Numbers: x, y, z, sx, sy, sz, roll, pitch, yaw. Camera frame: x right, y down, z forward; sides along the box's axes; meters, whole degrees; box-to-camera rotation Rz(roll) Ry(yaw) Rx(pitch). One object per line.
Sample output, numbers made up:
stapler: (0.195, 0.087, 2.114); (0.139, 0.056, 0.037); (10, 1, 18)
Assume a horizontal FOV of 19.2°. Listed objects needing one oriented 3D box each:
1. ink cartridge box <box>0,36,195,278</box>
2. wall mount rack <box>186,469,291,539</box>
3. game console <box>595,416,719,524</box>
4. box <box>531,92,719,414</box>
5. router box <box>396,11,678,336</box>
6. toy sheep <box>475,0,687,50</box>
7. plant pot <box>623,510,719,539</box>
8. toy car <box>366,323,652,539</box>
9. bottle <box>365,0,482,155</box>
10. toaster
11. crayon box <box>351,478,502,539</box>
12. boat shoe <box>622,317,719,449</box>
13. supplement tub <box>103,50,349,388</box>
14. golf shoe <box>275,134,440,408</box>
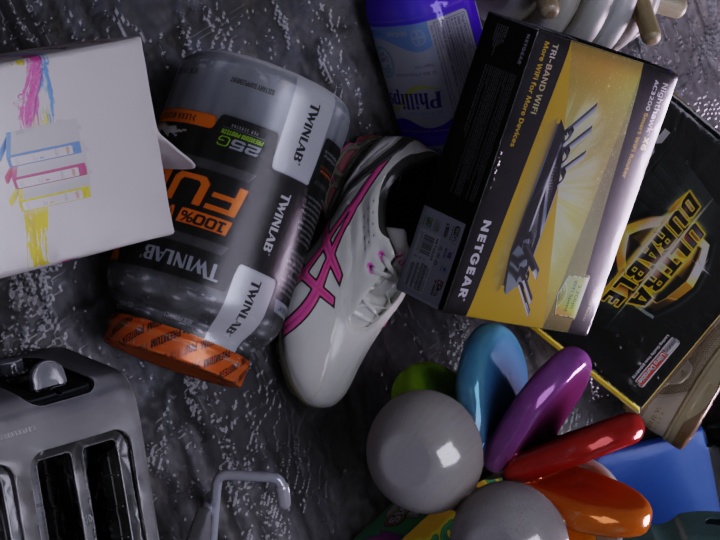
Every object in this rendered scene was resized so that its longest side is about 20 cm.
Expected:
ink cartridge box: (-0.216, -0.069, 1.304); (0.199, 0.128, 0.126); (-16, 102, -34)
wall mount rack: (-0.082, 0.234, 1.389); (0.074, 0.200, 0.175); (5, 112, 3)
game console: (0.273, 0.210, 1.732); (0.171, 0.118, 0.201); (-37, 118, -61)
box: (0.206, -0.022, 1.573); (0.159, 0.049, 0.200); (39, 99, -6)
router box: (0.123, -0.062, 1.467); (0.157, 0.052, 0.201); (9, 103, -45)
toy sheep: (0.154, -0.208, 1.551); (0.199, 0.138, 0.139); (14, 85, -30)
plant pot: (0.261, 0.299, 1.580); (0.200, 0.200, 0.197); (-33, 123, -28)
toy car: (0.114, 0.121, 1.444); (0.150, 0.200, 0.175); (-49, 165, 23)
bottle: (0.063, -0.112, 1.524); (0.065, 0.083, 0.201); (-25, 108, -31)
toaster: (-0.230, 0.161, 1.316); (0.180, 0.118, 0.201); (-14, 101, -33)
crayon box: (0.090, 0.229, 1.580); (0.200, 0.058, 0.173); (-40, 114, -26)
boat shoe: (0.270, 0.053, 1.683); (0.064, 0.071, 0.200); (30, 47, 10)
supplement tub: (-0.091, -0.032, 1.397); (0.122, 0.122, 0.201); (24, 79, -34)
golf shoe: (0.000, 0.000, 1.483); (0.072, 0.092, 0.201); (20, 83, -34)
